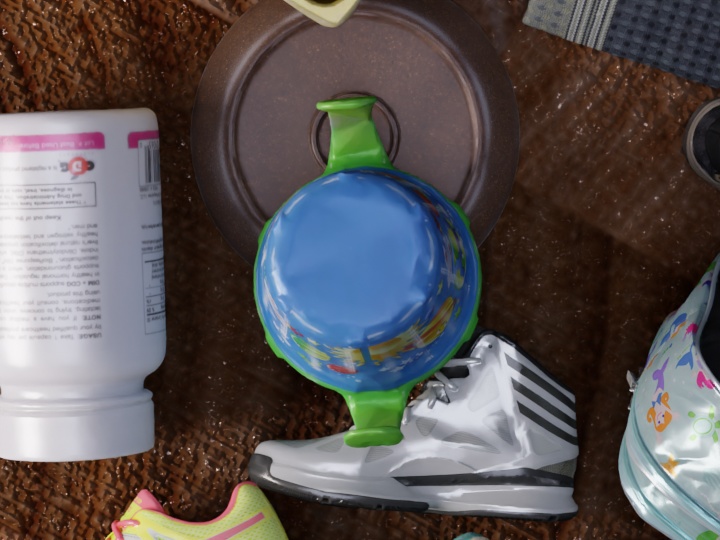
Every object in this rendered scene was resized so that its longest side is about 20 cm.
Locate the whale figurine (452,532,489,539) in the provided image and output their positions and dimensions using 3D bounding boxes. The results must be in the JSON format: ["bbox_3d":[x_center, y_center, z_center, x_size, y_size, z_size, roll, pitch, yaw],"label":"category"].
[{"bbox_3d":[-0.001,0.227,1.749,0.200,0.159,0.104,-41,48,-7],"label":"whale figurine"}]

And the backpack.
[{"bbox_3d":[0.238,0.094,1.691,0.177,0.200,0.151,34,113,-3],"label":"backpack"}]

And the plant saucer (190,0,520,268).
[{"bbox_3d":[-0.003,-0.079,1.763,0.199,0.034,0.202,0,94,0],"label":"plant saucer"}]

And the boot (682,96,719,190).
[{"bbox_3d":[0.288,-0.041,1.702,0.199,0.151,0.073,28,93,-4],"label":"boot"}]

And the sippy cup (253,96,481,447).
[{"bbox_3d":[0.000,0.000,1.675,0.140,0.130,0.178,-40,83,0],"label":"sippy cup"}]

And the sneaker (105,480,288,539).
[{"bbox_3d":[-0.135,0.180,1.765,0.199,0.078,0.091,-15,87,-5],"label":"sneaker"}]

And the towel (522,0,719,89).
[{"bbox_3d":[0.204,-0.187,1.698,0.192,0.200,0.035,18,50,1],"label":"towel"}]

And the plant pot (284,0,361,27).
[{"bbox_3d":[-0.040,-0.268,1.667,0.195,0.200,0.195,34,93,-3],"label":"plant pot"}]

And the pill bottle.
[{"bbox_3d":[-0.172,0.007,1.729,0.113,0.113,0.201,-2,93,1],"label":"pill bottle"}]

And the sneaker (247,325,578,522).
[{"bbox_3d":[0.034,0.087,1.762,0.199,0.076,0.116,4,85,-8],"label":"sneaker"}]
